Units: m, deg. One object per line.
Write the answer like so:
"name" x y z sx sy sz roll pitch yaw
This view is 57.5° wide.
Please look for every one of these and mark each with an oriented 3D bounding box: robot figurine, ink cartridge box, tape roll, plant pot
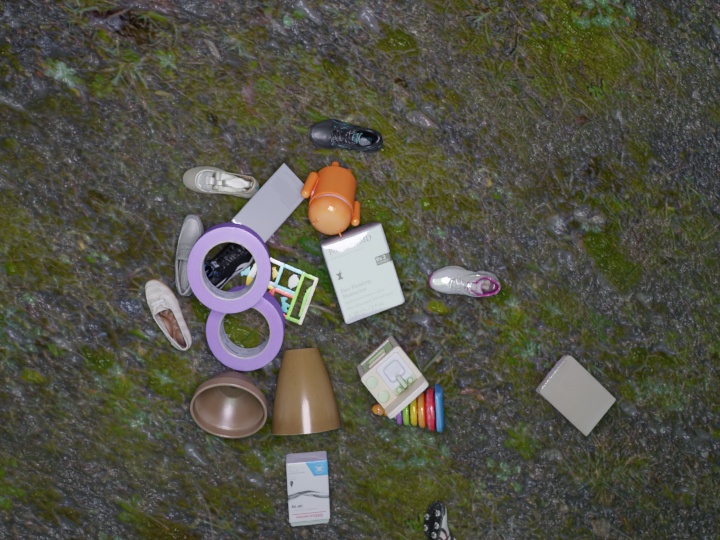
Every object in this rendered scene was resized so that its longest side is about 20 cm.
"robot figurine" -0.071 -0.175 1.621 0.113 0.204 0.145 -8 139 18
"ink cartridge box" -0.139 0.599 1.761 0.112 0.067 0.207 -3 97 -6
"tape roll" -0.310 -0.007 1.558 0.193 0.066 0.207 -2 103 -9
"tape roll" -0.291 0.147 1.674 0.193 0.066 0.207 -1 104 -3
"plant pot" -0.330 0.327 1.678 0.194 0.094 0.206 0 128 0
"plant pot" -0.145 0.305 1.684 0.180 0.186 0.207 -4 84 -6

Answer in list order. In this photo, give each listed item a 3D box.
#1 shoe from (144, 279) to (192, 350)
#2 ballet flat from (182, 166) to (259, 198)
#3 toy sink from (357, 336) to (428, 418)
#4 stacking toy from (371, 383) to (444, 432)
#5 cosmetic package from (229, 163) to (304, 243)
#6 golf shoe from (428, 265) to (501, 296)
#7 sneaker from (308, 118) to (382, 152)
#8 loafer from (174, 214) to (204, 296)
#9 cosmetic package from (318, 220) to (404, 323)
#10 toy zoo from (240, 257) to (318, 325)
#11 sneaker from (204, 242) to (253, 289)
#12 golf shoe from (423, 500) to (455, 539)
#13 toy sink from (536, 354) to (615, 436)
"shoe" -0.489 0.115 1.674 0.069 0.053 0.204 -28 99 -2
"ballet flat" -0.351 -0.223 1.646 0.193 0.069 0.072 5 96 -7
"toy sink" 0.075 0.264 1.673 0.130 0.200 0.113 -41 99 1
"stacking toy" 0.126 0.373 1.757 0.193 0.116 0.114 -3 94 6
"cosmetic package" -0.226 -0.157 1.639 0.102 0.074 0.201 44 76 -10
"golf shoe" 0.279 0.031 1.732 0.193 0.092 0.078 1 98 -5
"sneaker" -0.035 -0.344 1.661 0.193 0.079 0.078 4 96 -5
"loafer" -0.431 -0.038 1.655 0.067 0.070 0.207 4 96 -6
"cosmetic package" 0.000 0.000 1.658 0.160 0.165 0.206 -19 98 -3
"toy zoo" -0.221 0.043 1.712 0.195 0.020 0.135 22 94 -8
"sneaker" -0.336 -0.022 1.640 0.073 0.112 0.201 42 91 8
"golf shoe" 0.222 0.735 1.824 0.086 0.077 0.207 2 99 -26
"toy sink" 0.567 0.323 1.786 0.199 0.112 0.131 40 91 -14
